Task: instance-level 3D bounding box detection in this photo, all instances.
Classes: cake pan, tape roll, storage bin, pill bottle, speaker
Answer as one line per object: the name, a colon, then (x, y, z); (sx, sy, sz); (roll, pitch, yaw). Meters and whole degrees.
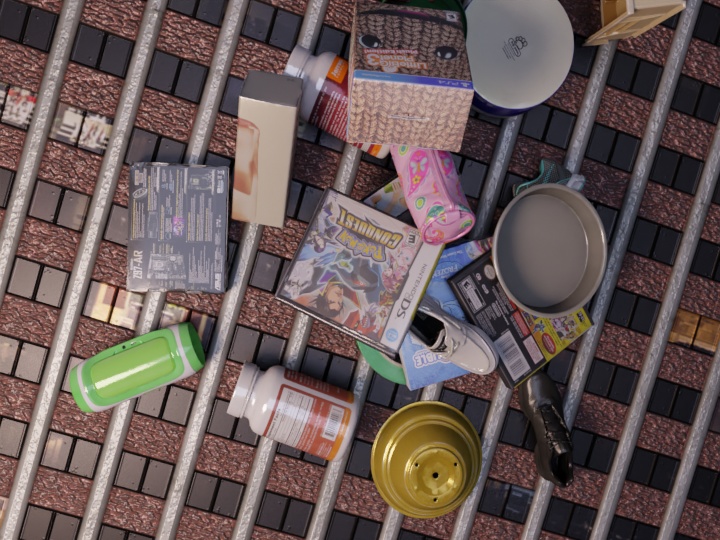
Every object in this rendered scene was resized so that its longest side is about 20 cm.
cake pan: (0.287, -0.030, 1.075); (0.195, 0.037, 0.206); (0, 90, -15)
tape roll: (0.084, 0.084, 1.158); (0.195, 0.048, 0.206); (0, 94, -7)
storage bin: (0.405, -0.476, 1.078); (0.091, 0.199, 0.206); (-7, 94, -3)
pill bottle: (-0.027, -0.268, 1.093); (0.196, 0.113, 0.115); (25, 91, -7)
pill bottle: (-0.108, 0.221, 1.117); (0.196, 0.112, 0.115); (22, 91, -6)
speaker: (-0.351, 0.153, 1.103); (0.196, 0.088, 0.090); (-21, 95, -4)

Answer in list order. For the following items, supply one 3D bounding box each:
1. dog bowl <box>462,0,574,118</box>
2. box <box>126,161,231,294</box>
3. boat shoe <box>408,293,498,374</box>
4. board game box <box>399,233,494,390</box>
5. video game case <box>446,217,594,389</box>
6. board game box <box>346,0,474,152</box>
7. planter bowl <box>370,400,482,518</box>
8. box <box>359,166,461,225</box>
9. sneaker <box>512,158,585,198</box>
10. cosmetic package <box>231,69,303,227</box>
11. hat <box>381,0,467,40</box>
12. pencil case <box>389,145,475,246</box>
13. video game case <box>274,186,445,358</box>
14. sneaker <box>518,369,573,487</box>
dog bowl: (0.240, -0.356, 1.130); (0.195, 0.079, 0.206); (0, 94, -5)
box: (-0.289, -0.067, 1.115); (0.156, 0.044, 0.206); (1, 93, -5)
boat shoe: (0.124, 0.097, 1.050); (0.199, 0.066, 0.072); (41, 119, -6)
board game box: (0.146, 0.065, 1.118); (0.195, 0.043, 0.204); (-16, 96, -6)
video game case: (0.255, 0.051, 1.100); (0.179, 0.025, 0.203); (-33, 99, -13)
board game box: (0.063, -0.271, 0.965); (0.155, 0.203, 0.098); (4, 137, -5)
planter bowl: (0.118, 0.328, 1.159); (0.195, 0.083, 0.206); (0, 94, -6)
box: (0.062, -0.101, 1.107); (0.198, 0.117, 0.061); (-34, 77, -1)
sneaker: (0.280, -0.101, 1.164); (0.091, 0.078, 0.200); (42, 86, 10)
cosmetic package: (-0.141, -0.181, 1.047); (0.085, 0.104, 0.203); (9, 125, -4)
hat: (0.042, -0.371, 1.036); (0.195, 0.175, 0.170); (0, 90, 25)
pencil case: (0.097, -0.137, 0.994); (0.085, 0.088, 0.204); (-12, 62, -4)
video game case: (0.000, 0.000, 1.013); (0.196, 0.026, 0.184); (24, 82, 10)
sneaker: (0.323, 0.266, 1.172); (0.074, 0.091, 0.205); (-17, 94, -2)
